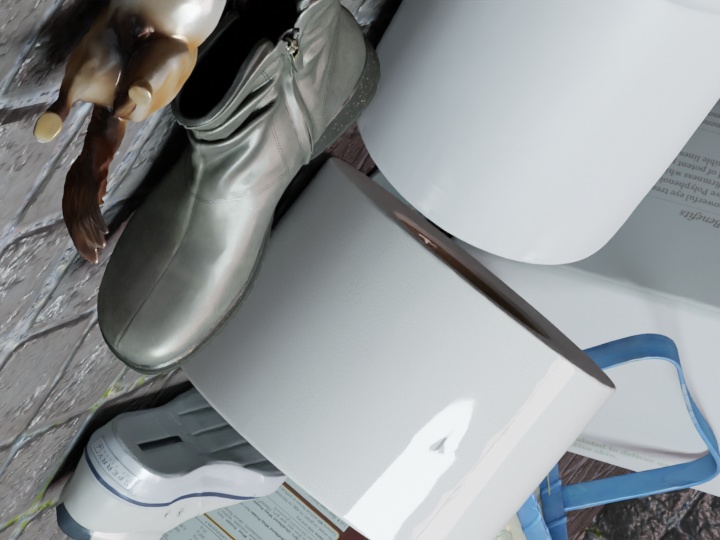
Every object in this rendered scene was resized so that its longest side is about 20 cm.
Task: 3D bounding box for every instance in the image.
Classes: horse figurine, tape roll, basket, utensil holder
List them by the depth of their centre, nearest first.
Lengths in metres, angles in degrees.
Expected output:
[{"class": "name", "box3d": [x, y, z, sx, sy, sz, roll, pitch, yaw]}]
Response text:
[{"class": "horse figurine", "box3d": [-0.073, -0.105, 1.093, 0.200, 0.050, 0.133, -61, -177, 10]}, {"class": "utensil holder", "box3d": [0.109, -0.126, 1.412, 0.170, 0.170, 0.200, -34, 162, -50]}, {"class": "tape roll", "box3d": [0.019, 0.054, 1.532, 0.139, 0.203, 0.203, -50, 167, 6]}, {"class": "basket", "box3d": [0.107, 0.104, 1.690, 0.200, 0.139, 0.176, -18, 146, 10]}]

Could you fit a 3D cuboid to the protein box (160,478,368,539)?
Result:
[{"class": "protein box", "box3d": [-0.085, 0.214, 1.773, 0.200, 0.135, 0.199, -49, 167, -6]}]

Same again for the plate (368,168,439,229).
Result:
[{"class": "plate", "box3d": [0.000, 0.000, 1.709, 0.200, 0.026, 0.200, -46, 166, -15]}]

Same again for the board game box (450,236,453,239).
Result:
[{"class": "board game box", "box3d": [0.109, -0.049, 1.936, 0.200, 0.032, 0.120, -56, 162, 25]}]

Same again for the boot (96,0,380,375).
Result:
[{"class": "boot", "box3d": [-0.068, -0.056, 1.270, 0.200, 0.068, 0.131, -56, 163, -7]}]

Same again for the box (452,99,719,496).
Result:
[{"class": "box", "box3d": [0.182, 0.006, 1.780, 0.200, 0.199, 0.172, 82, 30, -51]}]

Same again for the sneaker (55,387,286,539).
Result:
[{"class": "sneaker", "box3d": [-0.109, 0.114, 1.590, 0.071, 0.073, 0.200, -45, 160, 18]}]
